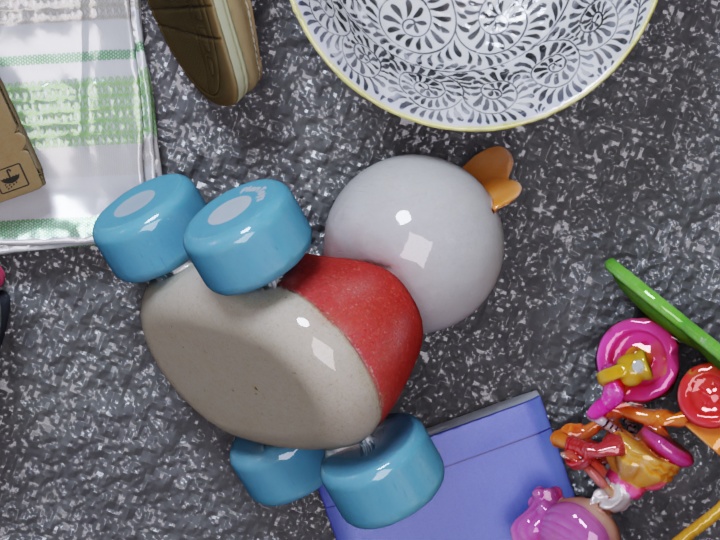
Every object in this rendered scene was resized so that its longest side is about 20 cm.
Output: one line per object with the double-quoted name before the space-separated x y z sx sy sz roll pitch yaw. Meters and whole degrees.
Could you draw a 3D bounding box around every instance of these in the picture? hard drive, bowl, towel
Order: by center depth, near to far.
"bowl" 0.056 -0.176 1.539 0.201 0.094 0.201 0 98 -2
"towel" -0.186 -0.107 1.570 0.149 0.031 0.200 -5 99 -3
"hard drive" 0.069 0.182 1.628 0.132 0.025 0.200 -20 99 0

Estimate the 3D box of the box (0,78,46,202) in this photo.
"box" -0.281 -0.073 1.508 0.200 0.021 0.164 -19 131 1

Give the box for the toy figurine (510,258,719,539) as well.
"toy figurine" 0.152 0.124 1.567 0.200 0.150 0.184 40 93 15

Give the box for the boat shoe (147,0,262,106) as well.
"boat shoe" -0.081 -0.187 1.543 0.066 0.074 0.200 -25 109 -28

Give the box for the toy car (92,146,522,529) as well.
"toy car" 0.000 0.000 1.555 0.200 0.177 0.184 -41 114 -26

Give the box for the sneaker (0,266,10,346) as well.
"sneaker" -0.240 0.087 1.567 0.081 0.075 0.200 11 109 -6
